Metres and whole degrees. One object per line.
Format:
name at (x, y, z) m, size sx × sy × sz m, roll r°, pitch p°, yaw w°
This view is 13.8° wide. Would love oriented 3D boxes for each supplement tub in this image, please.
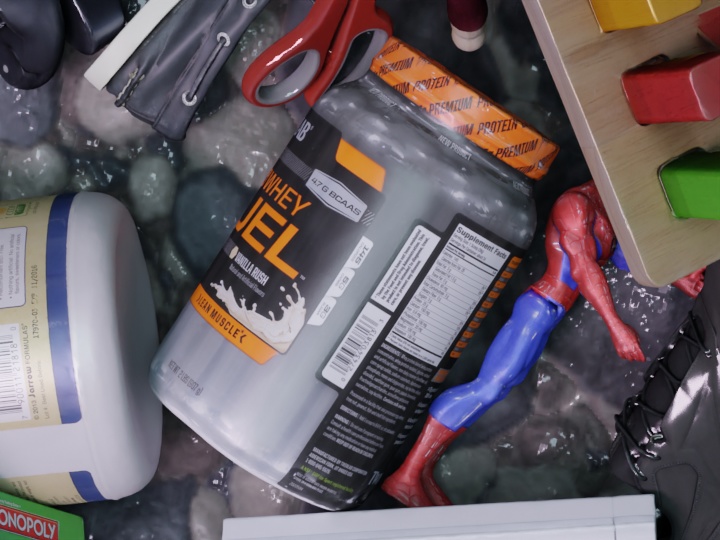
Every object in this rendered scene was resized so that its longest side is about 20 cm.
supplement tub at (0.000, 0.000, 1.384) m, size 0.122 × 0.123 × 0.201 m, roll 33°, pitch 95°, yaw 2°
supplement tub at (-0.200, 0.043, 1.390) m, size 0.198 × 0.144 × 0.146 m, roll -6°, pitch 93°, yaw 4°

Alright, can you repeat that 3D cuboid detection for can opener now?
can opener at (-0.197, -0.176, 1.428) m, size 0.200 × 0.079 × 0.063 m, roll 53°, pitch 134°, yaw 3°

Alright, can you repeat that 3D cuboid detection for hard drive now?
hard drive at (0.041, 0.161, 1.401) m, size 0.198 × 0.027 × 0.132 m, roll -3°, pitch 134°, yaw 5°

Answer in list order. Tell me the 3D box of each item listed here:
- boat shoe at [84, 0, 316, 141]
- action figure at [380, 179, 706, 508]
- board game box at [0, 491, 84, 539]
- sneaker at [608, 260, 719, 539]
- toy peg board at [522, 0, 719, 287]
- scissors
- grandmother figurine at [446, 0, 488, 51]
boat shoe at (-0.039, -0.139, 1.404) m, size 0.199 × 0.075 × 0.066 m, roll -44°, pitch 94°, yaw 3°
action figure at (0.102, 0.040, 1.408) m, size 0.099 × 0.065 × 0.201 m, roll 30°, pitch 96°, yaw 9°
board game box at (-0.246, 0.134, 1.374) m, size 0.199 × 0.134 × 0.029 m, roll -15°, pitch 69°, yaw 26°
sneaker at (0.160, 0.064, 1.362) m, size 0.090 × 0.076 × 0.201 m, roll -2°, pitch 120°, yaw -3°
toy peg board at (0.181, -0.122, 1.232) m, size 0.199 × 0.098 × 0.200 m, roll -25°, pitch 100°, yaw -17°
scissors at (0.002, -0.138, 1.356) m, size 0.073 × 0.200 × 0.014 m, roll -7°, pitch 56°, yaw -31°
grandmother figurine at (0.041, -0.159, 1.332) m, size 0.060 × 0.200 × 0.122 m, roll -15°, pitch 92°, yaw 5°
